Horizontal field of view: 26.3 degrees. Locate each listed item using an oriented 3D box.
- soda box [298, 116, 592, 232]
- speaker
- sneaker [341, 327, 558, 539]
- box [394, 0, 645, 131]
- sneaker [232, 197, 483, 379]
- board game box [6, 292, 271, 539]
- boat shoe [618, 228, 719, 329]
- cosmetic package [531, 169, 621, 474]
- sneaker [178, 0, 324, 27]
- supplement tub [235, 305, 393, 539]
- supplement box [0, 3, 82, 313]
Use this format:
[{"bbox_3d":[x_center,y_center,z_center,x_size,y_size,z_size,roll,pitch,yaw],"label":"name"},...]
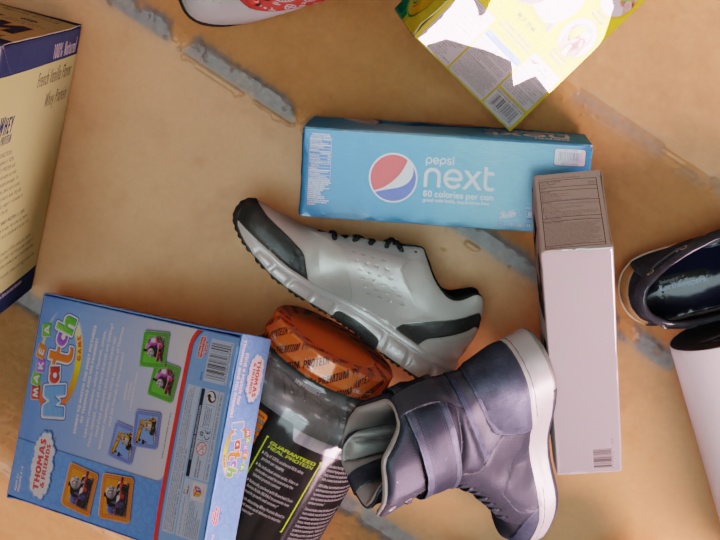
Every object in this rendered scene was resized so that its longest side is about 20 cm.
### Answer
[{"bbox_3d":[0.059,-0.067,1.072,0.197,0.068,0.065,5,102,3],"label":"soda box"},{"bbox_3d":[0.283,0.132,1.090,0.080,0.081,0.202,-17,100,7],"label":"speaker"},{"bbox_3d":[0.060,0.139,1.061,0.145,0.077,0.204,-24,136,-15],"label":"sneaker"},{"bbox_3d":[0.132,-0.203,1.024,0.200,0.049,0.117,-42,128,12],"label":"box"},{"bbox_3d":[0.000,0.000,1.094,0.199,0.074,0.080,33,98,-11],"label":"sneaker"},{"bbox_3d":[-0.159,0.105,1.071,0.198,0.036,0.153,10,89,37],"label":"board game box"},{"bbox_3d":[0.278,-0.005,1.072,0.198,0.062,0.075,-17,98,6],"label":"boat shoe"},{"bbox_3d":[0.146,0.039,1.039,0.050,0.083,0.202,-4,128,8],"label":"cosmetic package"},{"bbox_3d":[-0.036,-0.209,1.029,0.199,0.108,0.068,-12,101,7],"label":"sneaker"},{"bbox_3d":[-0.065,0.134,1.095,0.122,0.123,0.201,30,103,-2],"label":"supplement tub"},{"bbox_3d":[-0.290,-0.077,1.028,0.133,0.200,0.202,14,103,1],"label":"supplement box"}]
